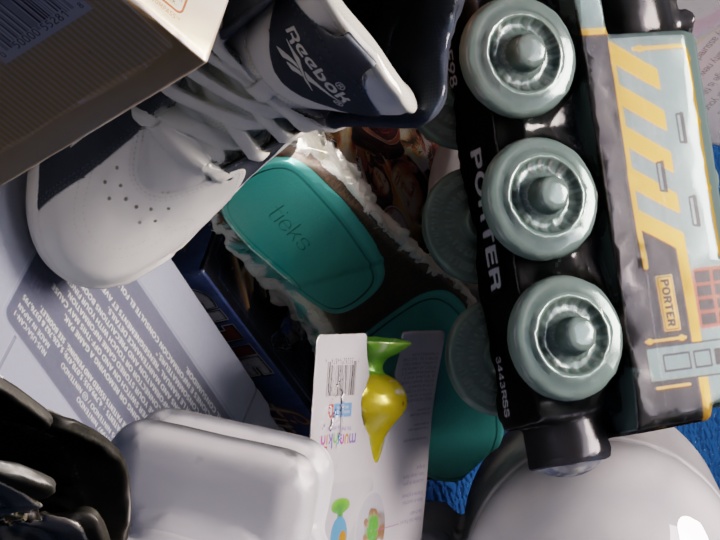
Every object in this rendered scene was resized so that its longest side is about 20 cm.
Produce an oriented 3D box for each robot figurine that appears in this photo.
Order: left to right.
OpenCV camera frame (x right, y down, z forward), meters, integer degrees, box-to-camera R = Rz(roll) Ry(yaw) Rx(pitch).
[{"bbox_3d":[-0.061,0.149,0.787,0.170,0.112,0.201,-11,112,-80],"label":"robot figurine"},{"bbox_3d":[0.097,0.117,1.004,0.200,0.169,0.113,-74,163,-83],"label":"robot figurine"}]

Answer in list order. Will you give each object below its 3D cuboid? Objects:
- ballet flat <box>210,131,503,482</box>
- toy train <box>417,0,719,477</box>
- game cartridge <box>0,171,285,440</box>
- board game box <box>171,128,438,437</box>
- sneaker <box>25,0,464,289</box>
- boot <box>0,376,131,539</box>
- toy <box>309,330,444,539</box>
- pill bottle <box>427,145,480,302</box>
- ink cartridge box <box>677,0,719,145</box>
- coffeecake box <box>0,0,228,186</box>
[{"bbox_3d":[0.000,0.000,0.967,0.200,0.072,0.072,56,37,-38],"label":"ballet flat"},{"bbox_3d":[0.086,-0.025,0.931,0.114,0.085,0.201,-6,82,-23],"label":"toy train"},{"bbox_3d":[-0.097,0.049,0.880,0.200,0.041,0.133,59,40,-32],"label":"game cartridge"},{"bbox_3d":[-0.020,-0.028,1.036,0.136,0.034,0.200,54,39,-37],"label":"board game box"},{"bbox_3d":[-0.033,-0.063,0.784,0.079,0.199,0.130,43,5,-22],"label":"sneaker"},{"bbox_3d":[-0.159,0.039,0.677,0.200,0.130,0.068,32,54,-52],"label":"boot"},{"bbox_3d":[-0.015,0.120,0.914,0.115,0.047,0.201,1,98,-66],"label":"toy"},{"bbox_3d":[0.091,0.001,1.079,0.200,0.119,0.120,79,11,-70],"label":"pill bottle"},{"bbox_3d":[0.135,-0.127,1.038,0.199,0.148,0.086,7,62,-21],"label":"ink cartridge box"},{"bbox_3d":[-0.098,-0.130,0.803,0.073,0.153,0.200,39,47,-27],"label":"coffeecake box"}]
